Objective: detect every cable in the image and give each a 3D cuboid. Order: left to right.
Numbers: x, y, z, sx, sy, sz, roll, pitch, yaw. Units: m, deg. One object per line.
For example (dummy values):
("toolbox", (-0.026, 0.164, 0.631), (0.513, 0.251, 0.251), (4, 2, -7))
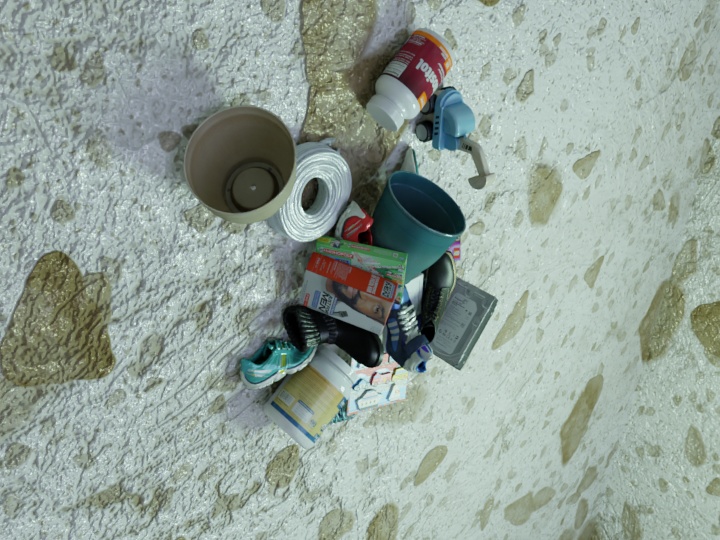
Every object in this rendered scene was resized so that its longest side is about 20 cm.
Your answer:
("cable", (-0.104, -0.157, 1.480), (0.197, 0.068, 0.206), (-18, 123, -40))

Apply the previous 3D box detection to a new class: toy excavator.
("toy excavator", (0.224, -0.301, 1.651), (0.098, 0.198, 0.200), (-21, 126, -36))

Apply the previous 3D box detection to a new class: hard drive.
("hard drive", (0.245, 0.130, 1.843), (0.203, 0.138, 0.038), (-58, 142, -4))

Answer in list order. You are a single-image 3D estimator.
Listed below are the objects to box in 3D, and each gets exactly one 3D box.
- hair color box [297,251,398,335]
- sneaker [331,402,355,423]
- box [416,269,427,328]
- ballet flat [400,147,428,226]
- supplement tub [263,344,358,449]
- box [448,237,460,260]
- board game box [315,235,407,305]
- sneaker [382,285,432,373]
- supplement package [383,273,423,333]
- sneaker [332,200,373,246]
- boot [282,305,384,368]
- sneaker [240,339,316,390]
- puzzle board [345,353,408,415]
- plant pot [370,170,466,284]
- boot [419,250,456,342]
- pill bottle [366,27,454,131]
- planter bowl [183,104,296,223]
("hair color box", (-0.028, 0.050, 1.560), (0.065, 0.195, 0.112), (-70, 179, -45))
("sneaker", (-0.059, 0.335, 1.788), (0.198, 0.085, 0.079), (-32, 131, -31))
("box", (0.150, 0.087, 1.884), (0.139, 0.078, 0.205), (17, 99, -47))
("ballet flat", (0.117, -0.178, 1.693), (0.068, 0.069, 0.206), (-20, 101, -37))
("supplement tub", (-0.111, 0.283, 1.659), (0.201, 0.143, 0.145), (-51, 139, -12))
("box", (0.177, -0.090, 1.810), (0.197, 0.038, 0.142), (-5, 96, -45))
("board game box", (0.000, 0.000, 1.572), (0.137, 0.194, 0.030), (94, 12, -46))
("sneaker", (0.118, 0.137, 1.650), (0.079, 0.145, 0.205), (-22, 128, -36))
("supplement package", (0.043, 0.068, 1.732), (0.197, 0.108, 0.117), (-23, 127, -37))
("sneaker", (-0.015, -0.061, 1.578), (0.077, 0.084, 0.201), (-50, 168, -28))
("boot", (-0.062, 0.148, 1.596), (0.156, 0.210, 0.081), (-9, 130, -48))
("sneaker", (-0.176, 0.187, 1.595), (0.197, 0.077, 0.082), (-29, 121, -34))
("puzzle board", (0.049, 0.266, 1.799), (0.196, 0.017, 0.156), (-6, 106, -39))
("plant pot", (0.101, -0.079, 1.603), (0.197, 0.202, 0.190), (-4, 139, -45))
("boot", (0.182, 0.067, 1.739), (0.139, 0.075, 0.206), (-63, 159, -62))
("pill bottle", (0.102, -0.397, 1.536), (0.202, 0.112, 0.113), (-54, 139, -9))
("planter bowl", (-0.202, -0.168, 1.299), (0.201, 0.199, 0.135), (-50, 166, -13))
